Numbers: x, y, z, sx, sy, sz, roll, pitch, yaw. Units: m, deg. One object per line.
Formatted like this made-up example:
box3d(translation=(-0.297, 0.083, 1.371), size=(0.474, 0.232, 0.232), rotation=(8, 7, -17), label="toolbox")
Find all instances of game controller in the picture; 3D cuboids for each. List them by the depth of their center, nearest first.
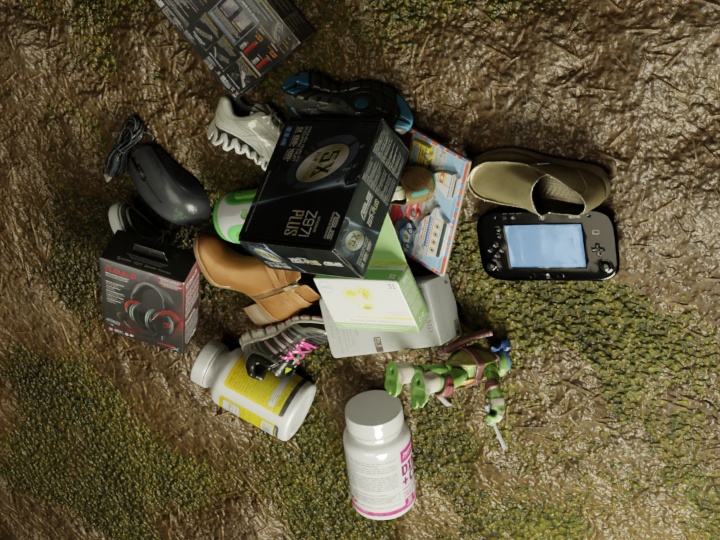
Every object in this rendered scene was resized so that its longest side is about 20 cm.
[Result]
box3d(translation=(0.257, -0.036, 1.483), size=(0.200, 0.042, 0.105), rotation=(0, 121, 29), label="game controller")

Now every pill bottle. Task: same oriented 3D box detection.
box3d(translation=(0.031, 0.307, 1.798), size=(0.113, 0.113, 0.200), rotation=(9, 125, 24), label="pill bottle")
box3d(translation=(-0.187, 0.199, 1.849), size=(0.200, 0.111, 0.111), rotation=(27, 130, 10), label="pill bottle")

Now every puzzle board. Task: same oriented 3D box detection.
box3d(translation=(0.076, -0.104, 1.530), size=(0.151, 0.017, 0.200), rotation=(34, 134, 27), label="puzzle board")

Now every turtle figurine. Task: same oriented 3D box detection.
box3d(translation=(0.137, 0.190, 1.598), size=(0.144, 0.194, 0.200), rotation=(60, 135, 37), label="turtle figurine")

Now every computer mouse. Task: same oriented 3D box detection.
box3d(translation=(-0.332, -0.139, 1.740), size=(0.200, 0.053, 0.139), rotation=(41, 131, -1), label="computer mouse")

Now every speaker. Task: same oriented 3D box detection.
box3d(translation=(-0.129, -0.087, 1.629), size=(0.200, 0.088, 0.089), rotation=(-4, 119, 39), label="speaker")

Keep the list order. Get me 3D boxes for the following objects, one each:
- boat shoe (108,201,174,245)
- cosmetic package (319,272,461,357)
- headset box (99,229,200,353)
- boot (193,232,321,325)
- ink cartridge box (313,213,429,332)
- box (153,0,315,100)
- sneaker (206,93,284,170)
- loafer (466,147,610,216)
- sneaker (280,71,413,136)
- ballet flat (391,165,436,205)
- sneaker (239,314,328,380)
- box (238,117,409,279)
box3d(translation=(-0.341, -0.041, 1.811), size=(0.071, 0.072, 0.200), rotation=(-19, 121, 29), label="boat shoe")
box3d(translation=(0.044, 0.069, 1.640), size=(0.200, 0.074, 0.102), rotation=(-11, 96, 35), label="cosmetic package")
box3d(translation=(-0.345, 0.029, 1.772), size=(0.148, 0.075, 0.200), rotation=(17, 136, 5), label="headset box")
box3d(translation=(-0.161, -0.003, 1.718), size=(0.155, 0.077, 0.200), rotation=(-25, 108, 39), label="boot")
box3d(translation=(0.000, 0.000, 1.529), size=(0.145, 0.048, 0.200), rotation=(2, 134, 32), label="ink cartridge box")
box3d(translation=(-0.184, -0.362, 1.506), size=(0.158, 0.050, 0.200), rotation=(-33, 102, 40), label="box")
box3d(translation=(-0.132, -0.196, 1.581), size=(0.200, 0.075, 0.081), rotation=(25, 121, 12), label="sneaker")
box3d(translation=(0.227, -0.115, 1.429), size=(0.200, 0.067, 0.076), rotation=(6, 123, 27), label="loafer")
box3d(translation=(-0.015, -0.220, 1.506), size=(0.200, 0.073, 0.082), rotation=(20, 145, 24), label="sneaker")
box3d(translation=(0.013, -0.118, 1.517), size=(0.200, 0.072, 0.068), rotation=(12, 122, 41), label="ballet flat")
box3d(translation=(-0.114, 0.131, 1.757), size=(0.200, 0.088, 0.074), rotation=(-17, 154, 30), label="sneaker")
box3d(translation=(-0.049, -0.100, 1.448), size=(0.164, 0.200, 0.086), rotation=(7, 157, 34), label="box")
